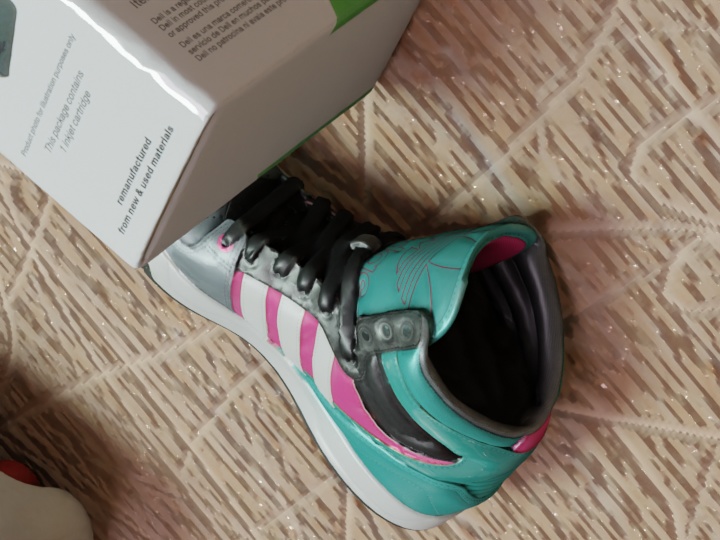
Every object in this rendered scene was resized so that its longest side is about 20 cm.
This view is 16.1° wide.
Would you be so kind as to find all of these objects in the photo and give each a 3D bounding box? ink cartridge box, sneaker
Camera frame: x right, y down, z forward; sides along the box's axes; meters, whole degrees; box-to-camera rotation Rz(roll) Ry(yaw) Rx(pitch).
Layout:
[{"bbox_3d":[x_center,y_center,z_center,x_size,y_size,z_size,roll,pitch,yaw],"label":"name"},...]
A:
[{"bbox_3d":[-0.094,-0.119,0.857,0.200,0.146,0.084,40,136,10],"label":"ink cartridge box"},{"bbox_3d":[0.000,0.000,0.904,0.200,0.084,0.121,48,141,-9],"label":"sneaker"}]

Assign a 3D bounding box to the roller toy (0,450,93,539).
[{"bbox_3d":[-0.217,0.138,1.096,0.140,0.200,0.183,36,124,13],"label":"roller toy"}]
